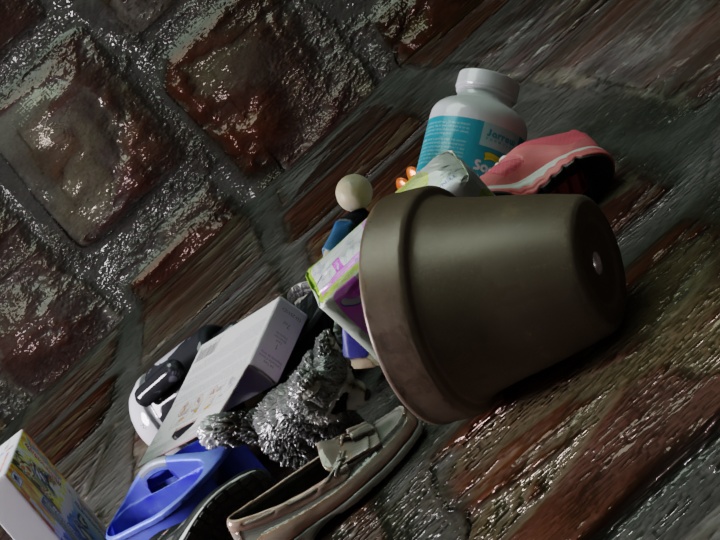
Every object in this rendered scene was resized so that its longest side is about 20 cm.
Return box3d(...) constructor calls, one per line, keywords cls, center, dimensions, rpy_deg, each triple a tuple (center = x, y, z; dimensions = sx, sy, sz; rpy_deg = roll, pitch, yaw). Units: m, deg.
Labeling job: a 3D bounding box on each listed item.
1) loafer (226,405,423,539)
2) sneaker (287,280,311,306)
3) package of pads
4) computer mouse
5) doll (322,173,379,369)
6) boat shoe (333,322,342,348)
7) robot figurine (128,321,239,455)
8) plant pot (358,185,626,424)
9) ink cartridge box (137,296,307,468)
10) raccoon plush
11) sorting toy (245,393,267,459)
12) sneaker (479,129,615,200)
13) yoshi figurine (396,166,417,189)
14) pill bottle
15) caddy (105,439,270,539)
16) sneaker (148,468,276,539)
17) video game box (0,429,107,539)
box3d(cls="loafer", center=(-0.033, 0.187, 1.373), dimensions=(0.200, 0.063, 0.072), rpy_deg=(-43, 11, 0))
box3d(cls="sneaker", center=(-0.010, 0.019, 1.936), dimensions=(0.199, 0.077, 0.088), rpy_deg=(-24, 7, 43))
box3d(cls="package of pads", center=(0.062, -0.005, 1.506), dimensions=(0.200, 0.154, 0.068), rpy_deg=(-40, 35, 9))
box3d(cls="computer mouse", center=(-0.084, 0.088, 1.736), dimensions=(0.200, 0.046, 0.141), rpy_deg=(-50, 19, 19))
box3d(cls="doll", center=(0.000, 0.000, 1.593), dimensions=(0.048, 0.203, 0.136), rpy_deg=(-4, -1, 39))
box3d(cls="boat shoe", center=(0.001, 0.051, 1.747), dimensions=(0.074, 0.067, 0.200), rpy_deg=(-44, 11, -11))
box3d(cls="robot figurine", center=(-0.202, 0.147, 1.927), dimensions=(0.199, 0.150, 0.125), rpy_deg=(-38, 25, 20))
box3d(cls="plant pot", center=(0.118, 0.013, 1.256), dimensions=(0.173, 0.202, 0.201), rpy_deg=(-15, 24, 30))
box3d(cls="ink cartridge box", center=(-0.153, 0.135, 1.679), dimensions=(0.200, 0.045, 0.177), rpy_deg=(-31, 28, 54))
box3d(cls="raccoon plush", center=(-0.082, 0.130, 1.450), dimensions=(0.198, 0.135, 0.097), rpy_deg=(-12, 48, 10))
box3d(cls="sorting toy", center=(-0.099, 0.155, 1.748), dimensions=(0.185, 0.036, 0.200), rpy_deg=(-39, 18, 17))
box3d(cls="sneaker", center=(0.160, -0.086, 1.574), dimensions=(0.198, 0.074, 0.087), rpy_deg=(-21, 37, 1))
box3d(cls="yoshi figurine", center=(0.120, -0.069, 1.792), dimensions=(0.199, 0.112, 0.113), rpy_deg=(-9, 73, 45))
box3d(cls="pill bottle", center=(0.117, -0.112, 1.650), dimensions=(0.111, 0.110, 0.202), rpy_deg=(171, 114, -70))
box3d(cls="caddy", center=(-0.184, 0.236, 1.589), dimensions=(0.199, 0.105, 0.142), rpy_deg=(-32, 15, 43))
box3d(cls="sneaker", center=(-0.168, 0.260, 1.471), dimensions=(0.200, 0.076, 0.087), rpy_deg=(-46, 32, -18))
box3d(cls="video game box", center=(-0.336, 0.286, 1.695), dimensions=(0.047, 0.201, 0.182), rpy_deg=(-38, 12, -2))
